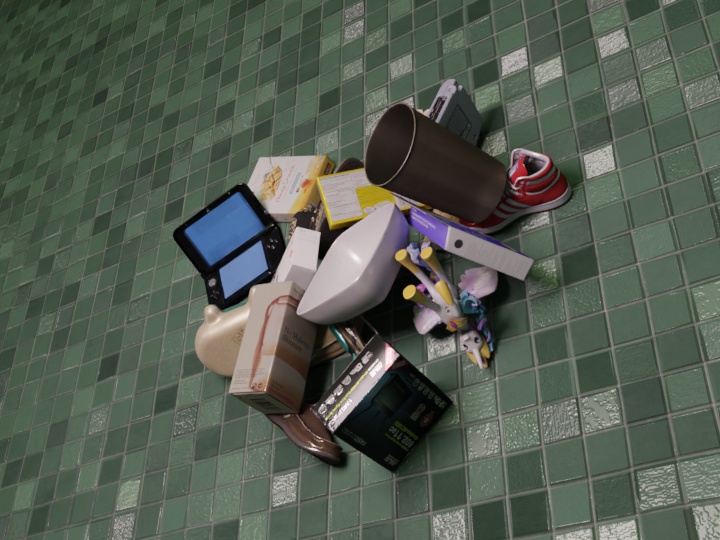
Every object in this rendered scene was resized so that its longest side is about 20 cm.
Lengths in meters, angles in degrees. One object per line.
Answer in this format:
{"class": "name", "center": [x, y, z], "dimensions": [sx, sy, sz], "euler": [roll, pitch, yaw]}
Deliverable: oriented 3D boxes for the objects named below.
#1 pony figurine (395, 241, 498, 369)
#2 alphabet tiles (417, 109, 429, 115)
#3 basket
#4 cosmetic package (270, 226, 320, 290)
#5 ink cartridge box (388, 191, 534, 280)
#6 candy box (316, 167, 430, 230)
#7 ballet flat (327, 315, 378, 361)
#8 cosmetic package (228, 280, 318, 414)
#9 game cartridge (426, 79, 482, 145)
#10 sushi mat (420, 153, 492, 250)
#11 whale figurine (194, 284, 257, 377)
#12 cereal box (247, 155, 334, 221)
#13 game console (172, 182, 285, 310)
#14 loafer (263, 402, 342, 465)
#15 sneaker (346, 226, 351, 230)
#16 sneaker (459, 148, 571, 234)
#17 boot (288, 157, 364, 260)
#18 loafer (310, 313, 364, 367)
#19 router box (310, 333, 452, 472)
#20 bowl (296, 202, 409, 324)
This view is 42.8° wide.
{"class": "pony figurine", "center": [0.136, 0.045, 1.460], "dimensions": [0.166, 0.200, 0.194], "euler": [-33, 32, 15]}
{"class": "alphabet tiles", "center": [0.105, -0.234, 1.775], "dimensions": [0.198, 0.015, 0.197], "euler": [5, 64, 43]}
{"class": "basket", "center": [0.127, -0.164, 1.487], "dimensions": [0.137, 0.198, 0.181], "euler": [-60, 24, 16]}
{"class": "cosmetic package", "center": [-0.125, 0.011, 1.682], "dimensions": [0.200, 0.050, 0.083], "euler": [121, 156, -53]}
{"class": "ink cartridge box", "center": [0.148, -0.056, 1.451], "dimensions": [0.044, 0.198, 0.198], "euler": [-65, 18, 7]}
{"class": "candy box", "center": [0.027, -0.140, 1.665], "dimensions": [0.197, 0.026, 0.103], "euler": [-12, 64, -12]}
{"class": "ballet flat", "center": [0.004, 0.134, 1.554], "dimensions": [0.075, 0.068, 0.201], "euler": [-23, 64, -9]}
{"class": "cosmetic package", "center": [-0.141, 0.131, 1.559], "dimensions": [0.086, 0.103, 0.202], "euler": [-8, 60, 34]}
{"class": "game cartridge", "center": [0.150, -0.219, 1.634], "dimensions": [0.041, 0.133, 0.202], "euler": [10, 66, 42]}
{"class": "sushi mat", "center": [0.173, -0.122, 1.653], "dimensions": [0.095, 0.012, 0.202], "euler": [0, 60, 38]}
{"class": "whale figurine", "center": [-0.219, 0.103, 1.705], "dimensions": [0.200, 0.158, 0.104], "euler": [-49, 17, 23]}
{"class": "cereal box", "center": [-0.160, -0.172, 1.926], "dimensions": [0.198, 0.040, 0.145], "euler": [3, 63, 39]}
{"class": "game console", "center": [-0.267, -0.042, 1.863], "dimensions": [0.199, 0.116, 0.177], "euler": [-34, 45, 15]}
{"class": "loafer", "center": [-0.093, 0.257, 1.550], "dimensions": [0.199, 0.073, 0.071], "euler": [30, 82, 45]}
{"class": "sneaker", "center": [0.028, -0.051, 1.682], "dimensions": [0.091, 0.066, 0.200], "euler": [-46, 40, 5]}
{"class": "sneaker", "center": [0.241, -0.133, 1.531], "dimensions": [0.198, 0.113, 0.072], "euler": [-21, 50, 20]}
{"class": "boot", "center": [-0.068, -0.116, 1.756], "dimensions": [0.150, 0.073, 0.202], "euler": [2, 74, 64]}
{"class": "loafer", "center": [-0.081, 0.123, 1.639], "dimensions": [0.199, 0.067, 0.076], "euler": [-36, 45, 12]}
{"class": "router box", "center": [0.036, 0.205, 1.394], "dimensions": [0.150, 0.200, 0.062], "euler": [-48, 49, -1]}
{"class": "bowl", "center": [0.000, 0.000, 1.519], "dimensions": [0.199, 0.074, 0.201], "euler": [-32, 26, 49]}
